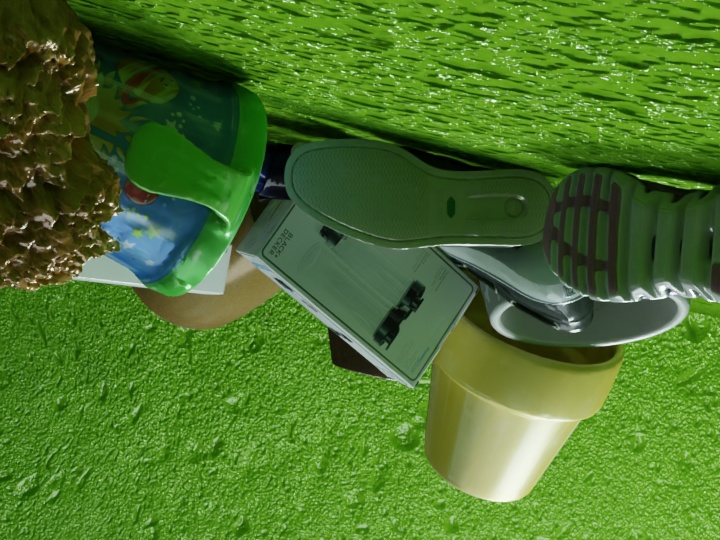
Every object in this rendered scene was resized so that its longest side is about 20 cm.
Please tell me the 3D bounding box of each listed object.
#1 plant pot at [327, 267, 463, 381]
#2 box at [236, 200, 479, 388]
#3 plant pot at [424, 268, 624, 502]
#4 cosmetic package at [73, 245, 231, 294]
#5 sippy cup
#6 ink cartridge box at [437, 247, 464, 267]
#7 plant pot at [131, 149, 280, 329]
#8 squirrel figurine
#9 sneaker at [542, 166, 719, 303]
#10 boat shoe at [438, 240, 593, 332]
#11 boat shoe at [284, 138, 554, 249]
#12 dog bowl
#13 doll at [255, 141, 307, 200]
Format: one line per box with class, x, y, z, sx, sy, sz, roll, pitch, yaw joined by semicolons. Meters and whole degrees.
plant pot;0.034;0.016;1.149;0.183;0.204;0.187;12;180;0
box;0.000;0.000;0.925;0.199;0.118;0.060;39;168;-22
plant pot;0.153;0.126;1.079;0.197;0.192;0.202;13;-156;-6
cosmetic package;-0.201;-0.015;0.864;0.081;0.052;0.199;8;179;30
sippy cup;-0.143;-0.071;0.605;0.129;0.142;0.177;24;142;-31
ink cartridge box;0.163;-0.024;1.030;0.197;0.069;0.116;12;180;-27
plant pot;-0.120;-0.044;1.018;0.184;0.190;0.199;12;166;-33
squirrel figurine;-0.212;-0.050;0.468;0.196;0.191;0.141;12;179;8
sneaker;0.199;-0.017;0.622;0.087;0.082;0.199;3;-175;-37
boat shoe;0.111;-0.012;0.815;0.200;0.068;0.057;40;158;52
boat shoe;0.039;-0.051;0.741;0.196;0.073;0.068;7;-177;-12
dog bowl;0.200;0.016;0.909;0.196;0.060;0.201;0;158;0
doll;-0.056;-0.074;0.798;0.196;0.050;0.136;-2;175;-1
